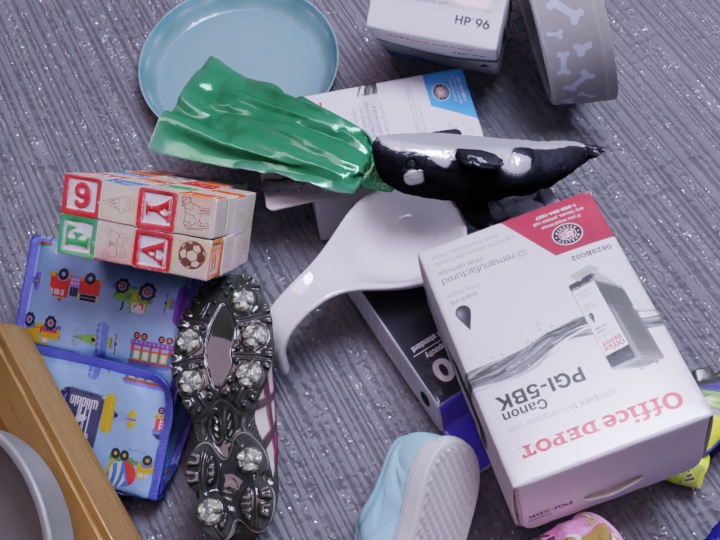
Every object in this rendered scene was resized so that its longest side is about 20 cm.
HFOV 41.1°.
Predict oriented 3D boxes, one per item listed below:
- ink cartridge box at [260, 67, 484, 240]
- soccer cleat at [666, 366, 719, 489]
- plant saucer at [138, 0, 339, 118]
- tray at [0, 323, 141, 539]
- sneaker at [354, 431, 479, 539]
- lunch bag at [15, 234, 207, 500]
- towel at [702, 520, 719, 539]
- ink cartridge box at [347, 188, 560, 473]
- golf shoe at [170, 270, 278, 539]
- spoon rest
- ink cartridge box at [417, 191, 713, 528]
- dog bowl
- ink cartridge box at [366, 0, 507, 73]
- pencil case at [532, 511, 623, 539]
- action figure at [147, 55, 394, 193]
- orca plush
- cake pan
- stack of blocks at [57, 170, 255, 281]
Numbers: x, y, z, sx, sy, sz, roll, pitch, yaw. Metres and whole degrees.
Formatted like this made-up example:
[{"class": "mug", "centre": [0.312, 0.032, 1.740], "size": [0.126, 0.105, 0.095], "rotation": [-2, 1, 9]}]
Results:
[{"class": "ink cartridge box", "centre": [0.008, -0.102, 0.869], "size": [0.198, 0.068, 0.117], "rotation": [-11, 62, -4]}, {"class": "soccer cleat", "centre": [0.224, 0.132, 0.735], "size": [0.198, 0.065, 0.084], "rotation": [-16, 71, -4]}, {"class": "plant saucer", "centre": [-0.119, -0.201, 0.953], "size": [0.198, 0.027, 0.202], "rotation": [-1, 61, 2]}, {"class": "tray", "centre": [-0.252, 0.150, 0.720], "size": [0.098, 0.037, 0.201], "rotation": [-40, 69, 12]}, {"class": "sneaker", "centre": [0.026, 0.216, 0.707], "size": [0.074, 0.082, 0.201], "rotation": [29, 77, -28]}, {"class": "lunch bag", "centre": [-0.207, 0.089, 0.779], "size": [0.149, 0.094, 0.202], "rotation": [9, 76, 10]}, {"class": "towel", "centre": [0.249, 0.282, 0.663], "size": [0.200, 0.050, 0.148], "rotation": [-38, 70, -15]}, {"class": "ink cartridge box", "centre": [0.119, 0.036, 0.803], "size": [0.197, 0.043, 0.201], "rotation": [-29, 66, -12]}, {"class": "golf shoe", "centre": [-0.099, 0.104, 0.733], "size": [0.076, 0.088, 0.202], "rotation": [-3, 73, 4]}, {"class": "spoon rest", "centre": [0.000, 0.000, 0.774], "size": [0.200, 0.061, 0.099], "rotation": [-40, 66, -13]}, {"class": "ink cartridge box", "centre": [0.143, 0.061, 0.698], "size": [0.146, 0.083, 0.201], "rotation": [-20, 56, -1]}, {"class": "dog bowl", "centre": [0.178, -0.243, 0.872], "size": [0.058, 0.200, 0.202], "rotation": [-16, 61, 10]}, {"class": "ink cartridge box", "centre": [0.072, -0.229, 0.852], "size": [0.115, 0.200, 0.069], "rotation": [12, 96, 8]}, {"class": "pencil case", "centre": [0.096, 0.234, 0.637], "size": [0.199, 0.083, 0.086], "rotation": [-22, 34, -19]}, {"class": "action figure", "centre": [-0.061, -0.105, 0.803], "size": [0.198, 0.055, 0.119], "rotation": [19, 60, 9]}, {"class": "orca plush", "centre": [0.102, -0.073, 0.789], "size": [0.199, 0.072, 0.105], "rotation": [-8, 23, -34]}, {"class": "cake pan", "centre": [-0.279, 0.201, 0.683], "size": [0.199, 0.037, 0.202], "rotation": [-1, 87, 28]}, {"class": "stack of blocks", "centre": [-0.145, -0.042, 0.772], "size": [0.114, 0.200, 0.059], "rotation": [10, 98, 6]}]
